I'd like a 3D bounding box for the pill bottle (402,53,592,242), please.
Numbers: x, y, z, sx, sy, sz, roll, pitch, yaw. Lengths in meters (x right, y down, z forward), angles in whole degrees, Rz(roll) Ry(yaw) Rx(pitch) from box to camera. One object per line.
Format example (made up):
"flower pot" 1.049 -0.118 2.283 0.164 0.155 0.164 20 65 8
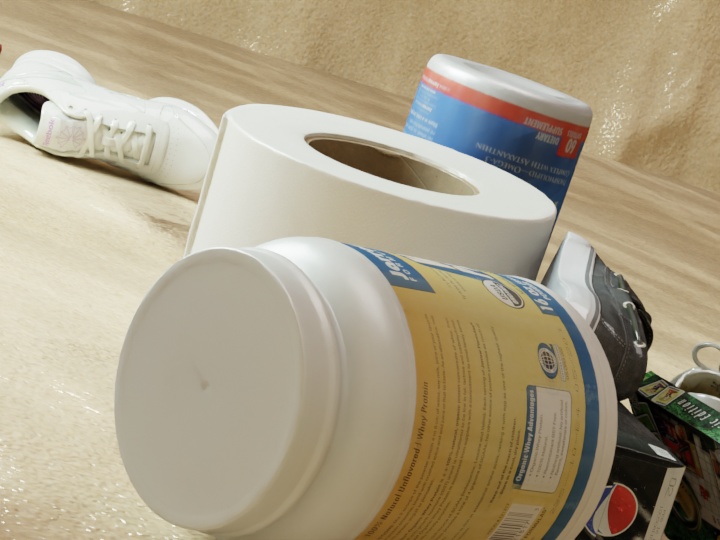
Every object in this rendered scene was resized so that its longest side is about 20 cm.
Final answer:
"pill bottle" 0.065 -0.027 1.757 0.112 0.200 0.112 18 9 -3

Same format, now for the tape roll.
"tape roll" 0.000 0.000 1.615 0.202 0.139 0.203 15 13 -4

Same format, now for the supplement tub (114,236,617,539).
"supplement tub" 0.004 0.063 1.247 0.200 0.145 0.145 11 12 -45

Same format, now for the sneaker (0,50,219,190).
"sneaker" -0.201 -0.104 2.169 0.200 0.075 0.100 21 27 12

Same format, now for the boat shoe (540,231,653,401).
"boat shoe" 0.130 0.030 1.524 0.066 0.070 0.200 26 8 -2

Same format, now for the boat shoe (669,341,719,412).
"boat shoe" 0.213 0.089 1.705 0.075 0.086 0.202 20 2 10

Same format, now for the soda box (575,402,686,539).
"soda box" 0.110 0.101 1.482 0.063 0.071 0.200 16 9 -11

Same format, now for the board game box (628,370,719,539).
"board game box" 0.208 0.131 1.448 0.023 0.105 0.200 -28 27 -16
